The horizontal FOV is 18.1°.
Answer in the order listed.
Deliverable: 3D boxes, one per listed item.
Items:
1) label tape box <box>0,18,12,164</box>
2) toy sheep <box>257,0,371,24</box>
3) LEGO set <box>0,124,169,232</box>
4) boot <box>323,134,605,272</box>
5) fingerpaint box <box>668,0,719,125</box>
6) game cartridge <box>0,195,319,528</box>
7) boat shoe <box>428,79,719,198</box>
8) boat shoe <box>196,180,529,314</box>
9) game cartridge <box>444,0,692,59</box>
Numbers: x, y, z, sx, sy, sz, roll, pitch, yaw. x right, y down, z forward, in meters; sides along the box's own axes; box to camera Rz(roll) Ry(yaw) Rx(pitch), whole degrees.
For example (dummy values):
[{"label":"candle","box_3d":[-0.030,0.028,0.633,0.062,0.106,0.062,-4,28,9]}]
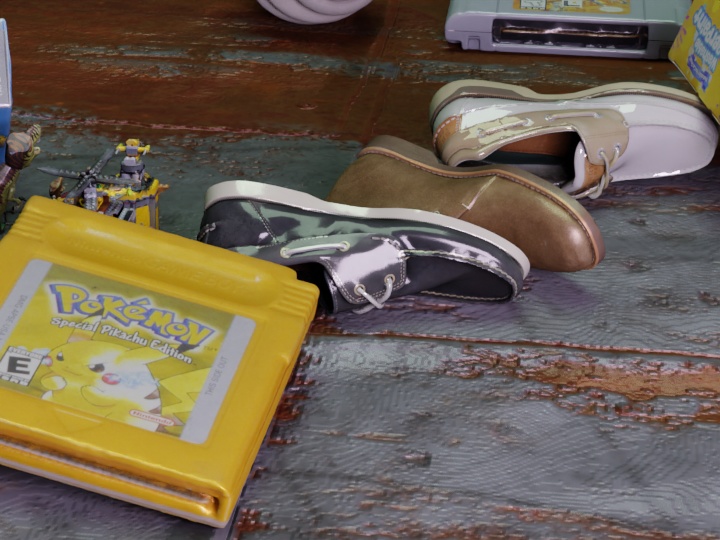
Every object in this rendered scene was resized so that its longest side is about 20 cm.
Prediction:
[{"label":"label tape box","box_3d":[-0.327,-0.105,1.458,0.198,0.067,0.143,-2,-14,-11]},{"label":"toy sheep","box_3d":[-0.040,-0.260,1.827,0.137,0.139,0.200,-9,22,-21]},{"label":"LEGO set","box_3d":[-0.213,-0.059,1.378,0.199,0.117,0.154,7,24,13]},{"label":"boot","box_3d":[0.060,-0.025,1.399,0.199,0.074,0.075,16,46,39]},{"label":"fingerpaint box","box_3d":[0.314,-0.114,1.512,0.166,0.074,0.200,20,20,-14]},{"label":"game cartridge","box_3d":[-0.126,0.041,1.191,0.175,0.033,0.200,16,36,4]},{"label":"boat shoe","box_3d":[0.146,-0.080,1.515,0.198,0.075,0.069,0,43,-6]},{"label":"boat shoe","box_3d":[0.000,0.000,1.345,0.199,0.072,0.068,9,60,1]},{"label":"game cartridge","box_3d":[0.171,-0.210,1.840,0.198,0.042,0.133,3,28,4]}]
